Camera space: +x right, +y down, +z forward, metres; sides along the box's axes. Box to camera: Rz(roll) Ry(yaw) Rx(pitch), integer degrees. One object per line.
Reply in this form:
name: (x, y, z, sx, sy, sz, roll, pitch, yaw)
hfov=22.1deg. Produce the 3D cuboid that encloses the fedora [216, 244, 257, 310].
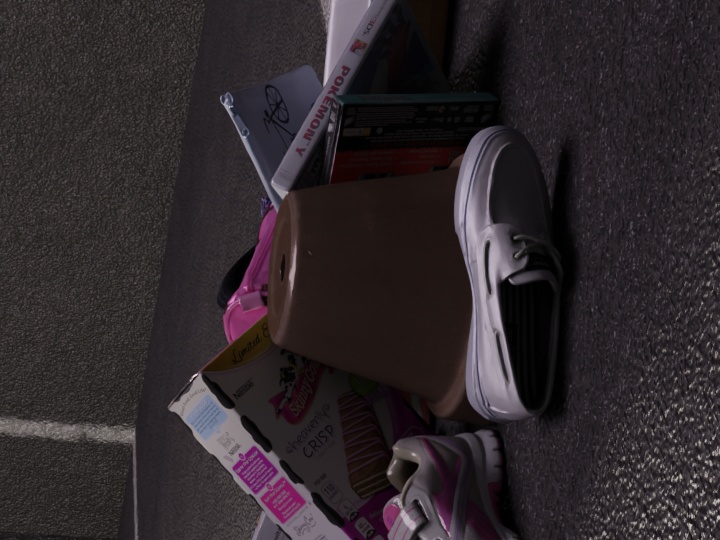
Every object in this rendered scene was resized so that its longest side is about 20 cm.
fedora: (-0.042, 0.019, 1.809, 0.092, 0.199, 0.201, 61, 180, -21)

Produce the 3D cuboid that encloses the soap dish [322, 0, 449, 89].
soap dish: (0.024, -0.216, 1.681, 0.200, 0.080, 0.159, -173, 88, -78)

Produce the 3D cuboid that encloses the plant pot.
plant pot: (0.023, 0.007, 1.363, 0.200, 0.173, 0.203, -175, 90, -79)

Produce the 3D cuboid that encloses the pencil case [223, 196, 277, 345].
pencil case: (-0.065, -0.002, 1.640, 0.201, 0.090, 0.094, -75, -24, -52)

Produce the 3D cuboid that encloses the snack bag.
snack bag: (-0.044, -0.081, 1.619, 0.190, 0.021, 0.200, 65, -156, -4)

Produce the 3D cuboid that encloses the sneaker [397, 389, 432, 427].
sneaker: (0.015, 0.099, 1.563, 0.074, 0.086, 0.203, 177, 98, -79)

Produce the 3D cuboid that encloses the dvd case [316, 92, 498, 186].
dvd case: (0.026, -0.044, 1.451, 0.022, 0.145, 0.202, 43, 131, 50)

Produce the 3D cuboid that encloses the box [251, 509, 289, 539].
box: (-0.064, 0.208, 1.543, 0.156, 0.041, 0.202, -73, 4, -77)

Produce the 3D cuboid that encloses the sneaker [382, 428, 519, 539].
sneaker: (0.060, 0.194, 1.303, 0.201, 0.087, 0.082, -100, 20, -52)

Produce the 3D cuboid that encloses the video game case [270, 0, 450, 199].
video game case: (0.005, -0.111, 1.493, 0.183, 0.023, 0.200, -61, -21, -8)

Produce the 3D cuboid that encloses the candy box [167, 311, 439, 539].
candy box: (-0.028, 0.128, 1.390, 0.136, 0.200, 0.061, -42, -4, -45)

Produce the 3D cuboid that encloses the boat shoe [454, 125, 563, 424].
boat shoe: (0.110, 0.002, 1.240, 0.067, 0.073, 0.202, -4, 89, 63)
